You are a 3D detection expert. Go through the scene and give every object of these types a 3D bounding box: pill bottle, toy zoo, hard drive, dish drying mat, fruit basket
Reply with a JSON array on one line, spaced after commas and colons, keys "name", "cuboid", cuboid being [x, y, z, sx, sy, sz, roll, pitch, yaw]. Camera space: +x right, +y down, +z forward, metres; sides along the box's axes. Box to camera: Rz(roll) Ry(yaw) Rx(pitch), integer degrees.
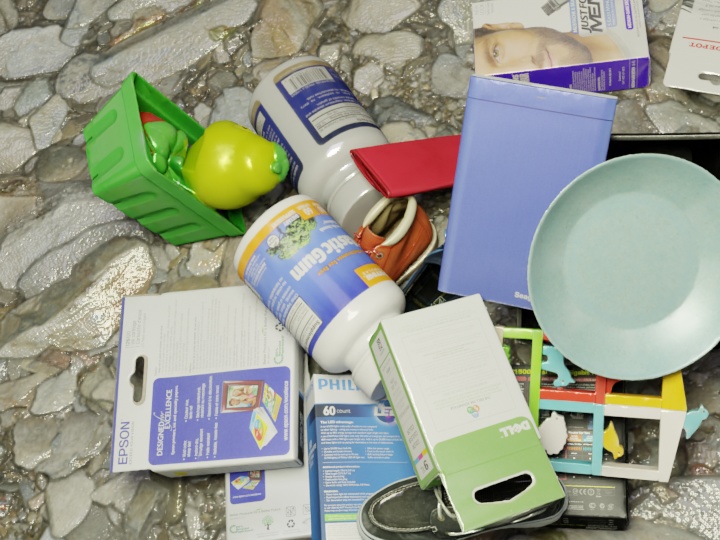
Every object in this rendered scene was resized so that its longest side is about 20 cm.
[{"name": "pill bottle", "cuboid": [-0.025, 0.029, 1.105, 0.112, 0.112, 0.200, -42, 71, -9]}, {"name": "toy zoo", "cuboid": [0.219, 0.123, 1.026, 0.198, 0.020, 0.133, 3, 91, 14]}, {"name": "hard drive", "cuboid": [0.149, -0.067, 1.006, 0.130, 0.025, 0.202, 11, 108, 11]}, {"name": "dish drying mat", "cuboid": [0.084, -0.117, 1.213, 0.199, 0.018, 0.077, -14, 54, -38]}, {"name": "pill bottle", "cuboid": [-0.033, -0.136, 1.259, 0.119, 0.120, 0.201, -32, 62, -4]}, {"name": "fruit basket", "cuboid": [-0.179, -0.126, 1.240, 0.213, 0.216, 0.157, -18, 61, 4]}]

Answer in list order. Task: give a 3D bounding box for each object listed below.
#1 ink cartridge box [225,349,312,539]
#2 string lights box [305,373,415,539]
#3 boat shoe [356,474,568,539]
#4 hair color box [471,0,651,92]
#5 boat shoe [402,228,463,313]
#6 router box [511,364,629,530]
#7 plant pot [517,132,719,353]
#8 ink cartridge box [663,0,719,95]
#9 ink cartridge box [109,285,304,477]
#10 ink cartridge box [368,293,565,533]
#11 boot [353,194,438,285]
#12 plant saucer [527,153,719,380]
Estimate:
[{"name": "ink cartridge box", "cuboid": [-0.092, 0.188, 1.160, 0.098, 0.039, 0.202, -8, 64, 9]}, {"name": "string lights box", "cuboid": [0.002, 0.206, 1.099, 0.102, 0.059, 0.202, 2, 62, -12]}, {"name": "boat shoe", "cuboid": [0.090, 0.208, 1.015, 0.198, 0.071, 0.073, -12, 60, 5]}, {"name": "hair color box", "cuboid": [0.232, -0.264, 1.292, 0.198, 0.065, 0.110, -6, 64, 12]}, {"name": "boat shoe", "cuboid": [0.099, 0.012, 1.183, 0.084, 0.069, 0.201, 29, 74, 24]}, {"name": "router box", "cuboid": [0.163, 0.172, 1.092, 0.198, 0.062, 0.151, 0, 66, 13]}, {"name": "plant pot", "cuboid": [0.263, -0.047, 1.089, 0.198, 0.177, 0.202, 2, 106, 15]}, {"name": "ink cartridge box", "cuboid": [0.414, -0.263, 1.245, 0.115, 0.068, 0.202, 13, 68, 19]}, {"name": "ink cartridge box", "cuboid": [-0.158, 0.114, 1.166, 0.198, 0.047, 0.200, -6, 65, 11]}, {"name": "ink cartridge box", "cuboid": [0.091, 0.130, 0.986, 0.103, 0.059, 0.202, -13, 66, -20]}, {"name": "boot", "cuboid": [0.000, 0.000, 1.193, 0.075, 0.107, 0.200, 35, 78, 24]}, {"name": "plant saucer", "cuboid": [0.242, -0.005, 0.977, 0.198, 0.039, 0.203, -1, 104, -3]}]
